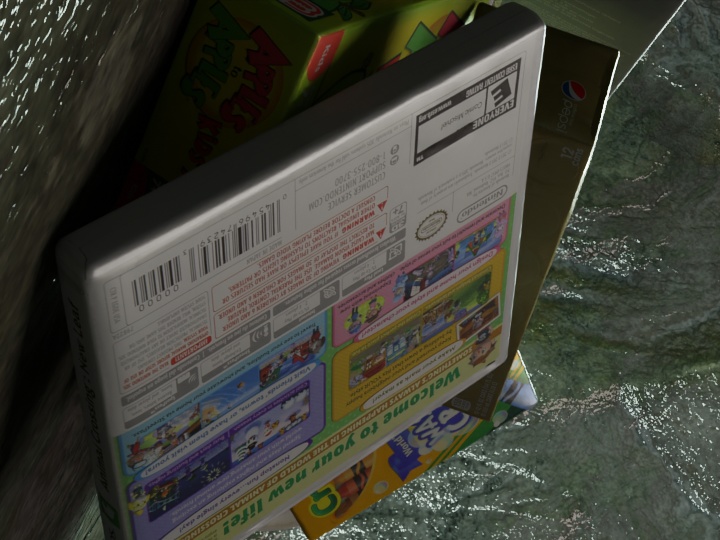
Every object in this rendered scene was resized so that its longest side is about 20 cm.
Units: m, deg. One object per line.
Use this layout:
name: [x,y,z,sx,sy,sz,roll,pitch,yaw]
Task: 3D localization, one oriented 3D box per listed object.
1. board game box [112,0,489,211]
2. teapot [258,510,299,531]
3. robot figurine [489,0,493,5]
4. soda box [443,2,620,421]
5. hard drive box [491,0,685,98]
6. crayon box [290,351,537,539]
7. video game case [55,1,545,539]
board game box: [-0.014,-0.073,0.615,0.102,0.047,0.200,-64,167,24]
teapot: [-0.058,0.057,1.011,0.146,0.198,0.199,-123,-165,-47]
robot figurine: [0.027,-0.138,0.912,0.202,0.124,0.150,-65,176,15]
soda box: [0.057,-0.020,0.713,0.201,0.067,0.064,103,7,-50]
hard drive box: [0.130,-0.182,0.708,0.157,0.076,0.200,-64,179,-9]
crayon box: [-0.002,0.078,0.923,0.199,0.126,0.052,-30,-137,-4]
video game case: [-0.015,0.015,0.574,0.199,0.022,0.183,-31,143,-28]
